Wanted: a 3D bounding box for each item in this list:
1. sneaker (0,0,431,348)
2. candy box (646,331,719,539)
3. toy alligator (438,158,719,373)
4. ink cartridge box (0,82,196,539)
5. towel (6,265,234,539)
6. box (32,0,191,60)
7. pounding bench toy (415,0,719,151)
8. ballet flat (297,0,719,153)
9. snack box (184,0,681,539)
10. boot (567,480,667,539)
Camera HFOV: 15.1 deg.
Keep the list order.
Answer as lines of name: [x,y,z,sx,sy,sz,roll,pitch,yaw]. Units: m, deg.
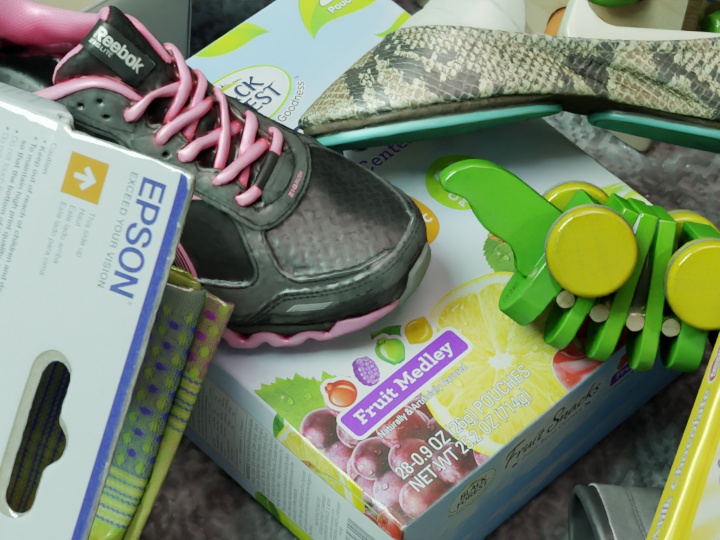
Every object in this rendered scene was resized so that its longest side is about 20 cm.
sneaker: [-0.070,-0.043,0.908,0.199,0.096,0.079,20,55,10]
candy box: [0.160,0.047,0.876,0.102,0.026,0.201,21,83,-5]
toy alligator: [0.117,0.013,0.919,0.199,0.054,0.059,16,11,-7]
ink cartridge box: [-0.166,0.027,0.882,0.199,0.200,0.041,20,9,10]
towel: [-0.156,0.031,0.912,0.199,0.144,0.023,25,9,10]
box: [-0.161,-0.135,1.062,0.095,0.078,0.200,-34,62,-28]
pounding bench toy: [0.137,-0.130,1.059,0.200,0.124,0.156,35,57,20]
ballet flat: [0.075,-0.077,0.962,0.199,0.068,0.076,1,88,-11]
snack box: [0.000,0.000,0.981,0.200,0.068,0.169,39,58,23]
boot: [0.132,0.071,0.937,0.131,0.070,0.201,-6,53,-10]
